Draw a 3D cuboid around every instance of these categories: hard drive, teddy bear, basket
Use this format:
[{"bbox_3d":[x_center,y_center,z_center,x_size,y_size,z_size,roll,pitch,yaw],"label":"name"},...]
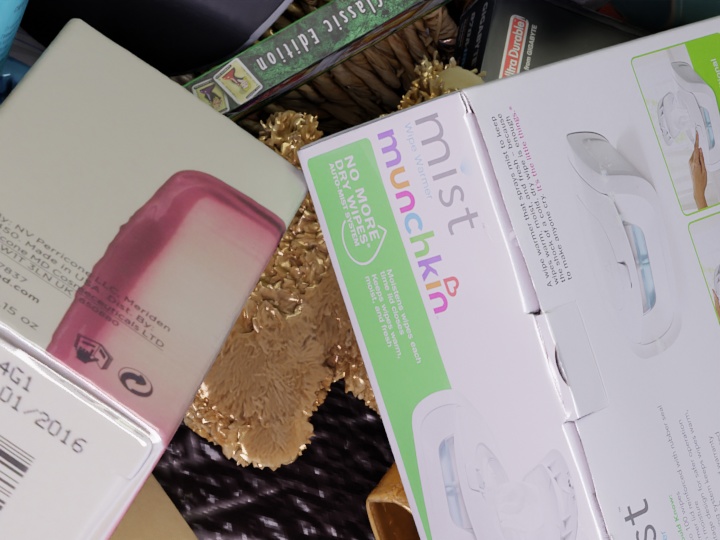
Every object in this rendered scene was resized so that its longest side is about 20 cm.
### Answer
[{"bbox_3d":[-0.116,-0.124,1.200,0.134,0.043,0.200,23,-11,-24],"label":"hard drive"},{"bbox_3d":[0.000,0.000,1.148,0.145,0.067,0.201,38,72,-13],"label":"teddy bear"},{"bbox_3d":[0.008,-0.149,1.360,0.142,0.149,0.201,18,32,-24],"label":"basket"}]

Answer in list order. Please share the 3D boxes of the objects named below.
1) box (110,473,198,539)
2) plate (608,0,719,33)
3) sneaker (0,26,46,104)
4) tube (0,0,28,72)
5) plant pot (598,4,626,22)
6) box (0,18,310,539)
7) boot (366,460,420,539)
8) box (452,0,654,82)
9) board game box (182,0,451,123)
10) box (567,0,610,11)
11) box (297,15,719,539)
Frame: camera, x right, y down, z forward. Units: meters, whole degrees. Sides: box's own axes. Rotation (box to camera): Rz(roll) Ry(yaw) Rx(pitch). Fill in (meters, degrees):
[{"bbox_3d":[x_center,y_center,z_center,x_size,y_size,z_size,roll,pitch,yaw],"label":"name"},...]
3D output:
[{"bbox_3d":[-0.154,0.061,1.023,0.163,0.021,0.200,-3,45,-47],"label":"box"},{"bbox_3d":[0.117,-0.173,1.295,0.025,0.201,0.201,-27,55,-10],"label":"plate"},{"bbox_3d":[-0.138,-0.068,1.183,0.200,0.075,0.087,36,24,4],"label":"sneaker"},{"bbox_3d":[-0.144,-0.079,1.014,0.050,0.200,0.078,24,29,-17],"label":"tube"},{"bbox_3d":[0.173,-0.145,1.485,0.199,0.177,0.201,12,36,-32],"label":"plant pot"},{"bbox_3d":[-0.111,0.025,0.967,0.109,0.128,0.200,33,29,-3],"label":"box"},{"bbox_3d":[0.081,0.120,1.123,0.202,0.071,0.144,55,52,-24],"label":"boot"},{"bbox_3d":[0.105,-0.009,1.241,0.158,0.046,0.201,19,66,-15],"label":"box"},{"bbox_3d":[0.000,-0.105,1.192,0.024,0.199,0.105,60,-10,-3],"label":"board game box"},{"bbox_3d":[0.070,-0.189,1.304,0.157,0.041,0.200,62,-9,1],"label":"box"},{"bbox_3d":[0.094,0.022,1.045,0.176,0.096,0.201,-20,92,-43],"label":"box"}]
